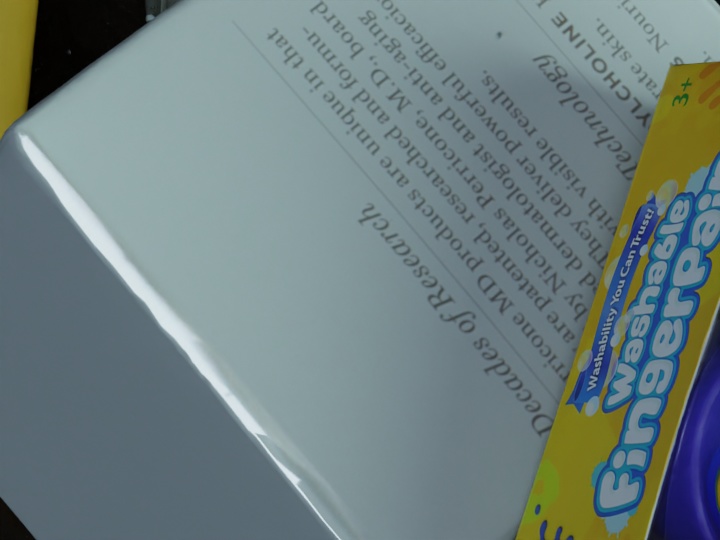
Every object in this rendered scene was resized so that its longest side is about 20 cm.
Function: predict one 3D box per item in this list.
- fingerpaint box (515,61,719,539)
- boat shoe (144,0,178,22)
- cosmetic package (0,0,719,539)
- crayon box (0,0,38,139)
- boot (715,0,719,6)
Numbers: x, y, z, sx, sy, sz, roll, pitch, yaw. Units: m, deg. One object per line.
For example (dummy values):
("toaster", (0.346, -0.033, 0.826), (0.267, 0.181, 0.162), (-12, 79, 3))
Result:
("fingerpaint box", (0.120, 0.049, 0.682), (0.073, 0.167, 0.201), (28, 75, -32))
("boat shoe", (-0.042, -0.116, 0.962), (0.060, 0.072, 0.203), (14, 105, 46))
("cosmetic package", (0.000, 0.000, 0.830), (0.200, 0.167, 0.166), (-40, 88, -29))
("crayon box", (-0.136, -0.099, 0.901), (0.051, 0.200, 0.126), (6, 89, -17))
("boot", (0.143, -0.017, 0.894), (0.203, 0.074, 0.154), (34, 127, -3))
